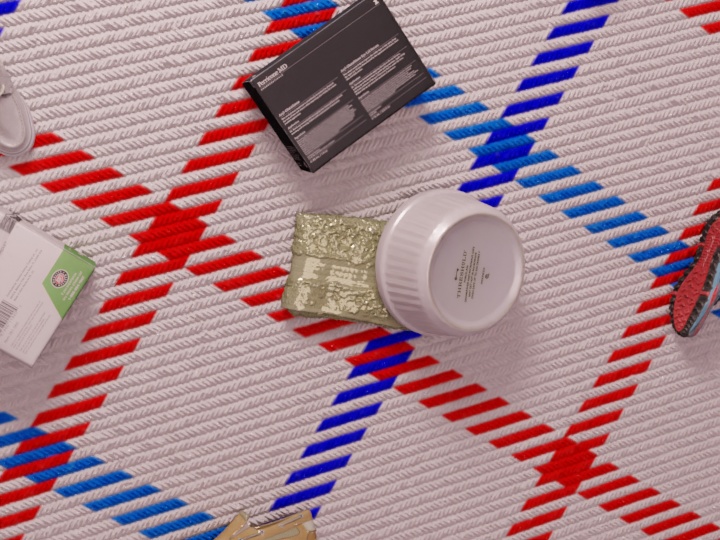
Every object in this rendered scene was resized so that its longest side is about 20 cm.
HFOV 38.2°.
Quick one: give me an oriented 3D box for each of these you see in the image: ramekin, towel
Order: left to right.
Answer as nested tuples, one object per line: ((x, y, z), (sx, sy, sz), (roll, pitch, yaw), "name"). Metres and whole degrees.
((0.000, 0.000, 1.389), (0.199, 0.036, 0.149), (8, 94, -15), "towel")
((0.127, -0.005, 1.366), (0.202, 0.094, 0.203), (-6, 102, -30), "ramekin")

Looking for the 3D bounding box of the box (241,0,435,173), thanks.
((-0.028, -0.240, 1.329), (0.200, 0.079, 0.141), (-36, 107, -7), "box")

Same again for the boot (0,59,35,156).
((-0.448, -0.223, 1.213), (0.073, 0.096, 0.200), (-31, 103, -9), "boot")

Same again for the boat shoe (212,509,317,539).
((-0.157, 0.358, 1.384), (0.199, 0.072, 0.076), (-6, 84, -21), "boat shoe")

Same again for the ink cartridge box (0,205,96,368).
((-0.442, 0.001, 1.248), (0.200, 0.084, 0.146), (33, 88, -16), "ink cartridge box")

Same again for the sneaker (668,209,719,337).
((0.526, 0.015, 1.505), (0.095, 0.079, 0.200), (27, 90, -18), "sneaker")
